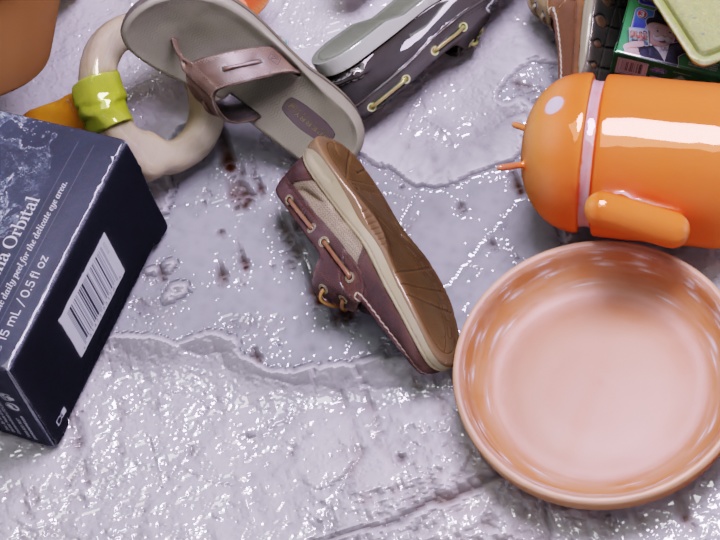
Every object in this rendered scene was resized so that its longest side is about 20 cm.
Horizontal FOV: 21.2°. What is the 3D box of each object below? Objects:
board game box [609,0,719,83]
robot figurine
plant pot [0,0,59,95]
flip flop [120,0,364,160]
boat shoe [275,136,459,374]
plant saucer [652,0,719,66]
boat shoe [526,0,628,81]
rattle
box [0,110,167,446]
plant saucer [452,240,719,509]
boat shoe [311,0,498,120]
[{"bbox_3d":[0.296,-0.183,1.416,0.199,0.029,0.135,15,61,6],"label":"board game box"},{"bbox_3d":[0.198,-0.077,1.334,0.199,0.117,0.145,6,73,11],"label":"robot figurine"},{"bbox_3d":[-0.299,-0.214,1.396,0.199,0.141,0.200,-1,36,0],"label":"plant pot"},{"bbox_3d":[-0.084,-0.134,1.400,0.081,0.200,0.058,-45,17,28],"label":"flip flop"},{"bbox_3d":[0.000,0.000,1.366,0.072,0.072,0.200,-40,67,20],"label":"boat shoe"},{"bbox_3d":[0.277,-0.242,1.402,0.199,0.048,0.200,-21,64,-14],"label":"plant saucer"},{"bbox_3d":[0.166,-0.211,1.460,0.074,0.076,0.201,-8,61,32],"label":"boat shoe"},{"bbox_3d":[-0.161,-0.142,1.496,0.130,0.143,0.200,38,51,-6],"label":"rattle"},{"bbox_3d":[-0.277,-0.005,1.381,0.199,0.118,0.197,14,62,19],"label":"box"},{"bbox_3d":[0.163,0.073,1.300,0.199,0.038,0.201,-4,59,7],"label":"plant saucer"},{"bbox_3d":[0.056,-0.188,1.468,0.201,0.061,0.072,-35,21,-16],"label":"boat shoe"}]
